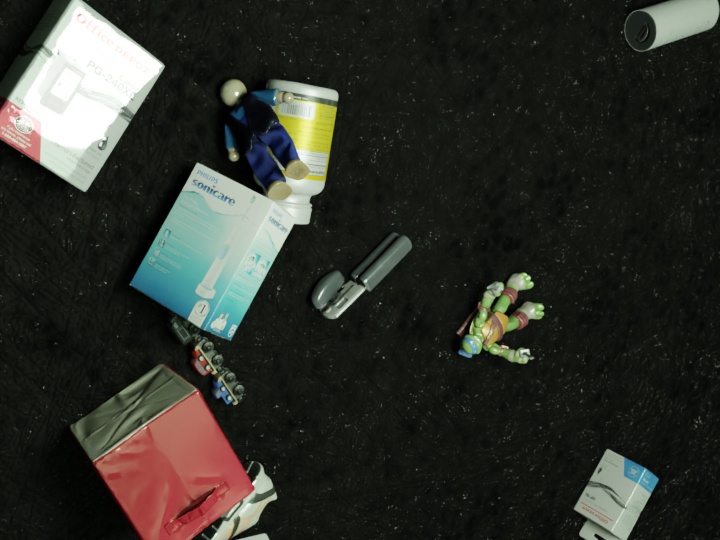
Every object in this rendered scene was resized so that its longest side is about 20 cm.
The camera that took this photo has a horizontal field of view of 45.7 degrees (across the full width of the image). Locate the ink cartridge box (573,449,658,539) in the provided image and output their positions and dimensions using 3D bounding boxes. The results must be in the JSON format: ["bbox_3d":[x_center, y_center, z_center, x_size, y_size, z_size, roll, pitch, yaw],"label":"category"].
[{"bbox_3d":[0.564,0.522,1.922,0.068,0.116,0.201,37,81,-34],"label":"ink cartridge box"}]

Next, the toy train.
[{"bbox_3d":[-0.240,0.137,1.317,0.046,0.034,0.201,-38,121,-16],"label":"toy train"}]

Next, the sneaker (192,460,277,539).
[{"bbox_3d":[-0.212,0.411,1.388,0.200,0.073,0.080,-46,125,-15],"label":"sneaker"}]

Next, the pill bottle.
[{"bbox_3d":[-0.101,-0.176,1.278,0.110,0.111,0.203,4,101,-35],"label":"pill bottle"}]

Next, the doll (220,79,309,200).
[{"bbox_3d":[-0.141,-0.198,1.208,0.137,0.201,0.048,-46,150,20],"label":"doll"}]

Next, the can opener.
[{"bbox_3d":[0.000,0.000,1.432,0.200,0.053,0.067,-45,124,-17],"label":"can opener"}]

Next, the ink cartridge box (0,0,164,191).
[{"bbox_3d":[-0.369,-0.228,1.096,0.145,0.083,0.202,35,83,-36],"label":"ink cartridge box"}]

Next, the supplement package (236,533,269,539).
[{"bbox_3d":[-0.210,0.549,1.339,0.150,0.151,0.202,-2,129,-34],"label":"supplement package"}]

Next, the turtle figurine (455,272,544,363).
[{"bbox_3d":[0.284,0.088,1.578,0.194,0.144,0.201,-39,166,-40],"label":"turtle figurine"}]

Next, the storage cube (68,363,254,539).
[{"bbox_3d":[-0.288,0.268,1.225,0.170,0.199,0.181,-34,113,-21],"label":"storage cube"}]

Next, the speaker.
[{"bbox_3d":[0.620,-0.497,1.702,0.198,0.081,0.082,-23,115,-27],"label":"speaker"}]

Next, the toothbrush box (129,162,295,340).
[{"bbox_3d":[-0.208,-0.027,1.214,0.202,0.145,0.085,-63,157,-4],"label":"toothbrush box"}]
